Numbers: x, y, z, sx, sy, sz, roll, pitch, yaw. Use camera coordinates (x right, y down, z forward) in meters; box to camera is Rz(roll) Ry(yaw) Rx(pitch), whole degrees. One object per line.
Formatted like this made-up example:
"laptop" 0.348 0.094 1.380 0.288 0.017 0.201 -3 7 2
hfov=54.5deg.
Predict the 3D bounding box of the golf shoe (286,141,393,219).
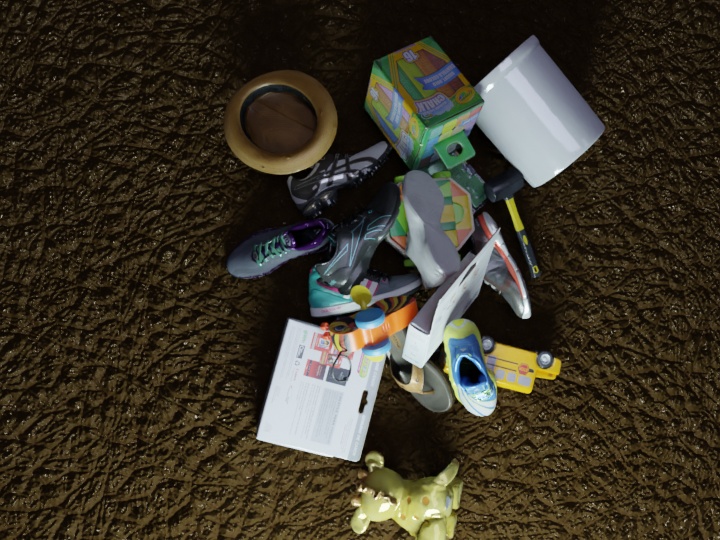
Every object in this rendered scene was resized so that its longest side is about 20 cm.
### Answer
"golf shoe" -0.036 -0.178 1.204 0.200 0.078 0.095 -37 90 -9

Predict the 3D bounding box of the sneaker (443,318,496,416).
"sneaker" 0.176 0.181 1.120 0.075 0.105 0.201 -16 119 14

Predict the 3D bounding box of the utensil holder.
"utensil holder" 0.295 -0.270 1.202 0.170 0.170 0.200 -43 93 -7

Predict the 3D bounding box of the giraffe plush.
"giraffe plush" 0.071 0.384 1.146 0.161 0.201 0.173 9 52 18

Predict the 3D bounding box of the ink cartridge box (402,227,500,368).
"ink cartridge box" 0.145 0.036 1.124 0.043 0.174 0.200 29 51 20

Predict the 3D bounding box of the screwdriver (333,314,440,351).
"screwdriver" 0.045 0.116 1.223 0.199 0.028 0.029 22 113 -11

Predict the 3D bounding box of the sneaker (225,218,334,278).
"sneaker" -0.139 -0.046 1.167 0.199 0.088 0.075 -22 84 2

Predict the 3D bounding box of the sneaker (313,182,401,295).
"sneaker" -0.001 -0.062 1.118 0.079 0.075 0.201 31 78 -15

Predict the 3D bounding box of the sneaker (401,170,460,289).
"sneaker" 0.097 -0.066 1.140 0.075 0.089 0.201 1 62 -25

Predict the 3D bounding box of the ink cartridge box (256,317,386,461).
"ink cartridge box" -0.065 0.198 1.171 0.174 0.084 0.201 16 85 -7

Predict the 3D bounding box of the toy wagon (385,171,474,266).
"toy wagon" 0.093 -0.086 1.193 0.198 0.040 0.156 -6 86 -7

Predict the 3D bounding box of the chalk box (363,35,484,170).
"chalk box" 0.114 -0.261 1.166 0.124 0.124 0.200 -29 72 -20

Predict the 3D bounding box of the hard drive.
"hard drive" 0.120 -0.118 1.236 0.200 0.038 0.140 -44 92 -7

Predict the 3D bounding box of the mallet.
"mallet" 0.270 -0.075 1.232 0.065 0.041 0.201 -19 104 -11

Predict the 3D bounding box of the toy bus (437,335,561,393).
"toy bus" 0.241 0.161 1.217 0.199 0.065 0.079 15 85 -5

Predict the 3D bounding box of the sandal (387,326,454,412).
"sandal" 0.083 0.162 1.179 0.201 0.081 0.055 59 40 -11

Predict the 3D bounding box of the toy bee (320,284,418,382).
"toy bee" -0.006 0.087 1.098 0.199 0.108 0.132 -6 103 -46

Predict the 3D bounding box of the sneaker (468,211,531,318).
"sneaker" 0.235 0.000 1.235 0.082 0.077 0.201 -27 84 13

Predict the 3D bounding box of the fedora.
"fedora" -0.130 -0.240 1.183 0.199 0.082 0.202 -2 73 7

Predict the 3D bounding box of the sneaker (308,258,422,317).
"sneaker" 0.000 0.000 1.196 0.199 0.084 0.122 -14 97 -6
